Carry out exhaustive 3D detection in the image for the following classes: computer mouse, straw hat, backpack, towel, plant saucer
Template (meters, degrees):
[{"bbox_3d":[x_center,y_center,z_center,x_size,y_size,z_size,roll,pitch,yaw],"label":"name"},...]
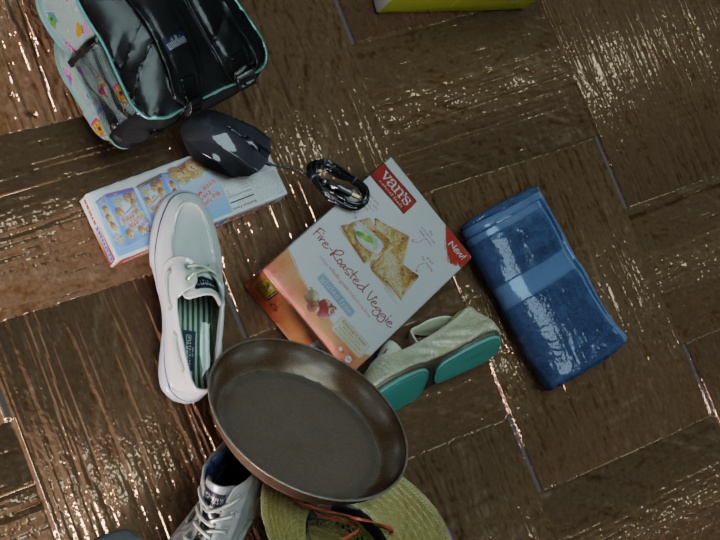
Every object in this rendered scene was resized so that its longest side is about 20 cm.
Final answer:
[{"bbox_3d":[-0.082,-0.109,1.621,0.198,0.034,0.059,19,51,-6],"label":"computer mouse"},{"bbox_3d":[-0.017,0.260,1.500,0.199,0.085,0.202,19,40,-16],"label":"straw hat"},{"bbox_3d":[-0.209,-0.234,1.572,0.175,0.153,0.202,-32,98,-33],"label":"backpack"},{"bbox_3d":[0.192,0.019,1.747,0.111,0.048,0.202,-26,86,-30],"label":"towel"},{"bbox_3d":[-0.051,0.142,1.505,0.198,0.032,0.201,21,33,-14],"label":"plant saucer"}]

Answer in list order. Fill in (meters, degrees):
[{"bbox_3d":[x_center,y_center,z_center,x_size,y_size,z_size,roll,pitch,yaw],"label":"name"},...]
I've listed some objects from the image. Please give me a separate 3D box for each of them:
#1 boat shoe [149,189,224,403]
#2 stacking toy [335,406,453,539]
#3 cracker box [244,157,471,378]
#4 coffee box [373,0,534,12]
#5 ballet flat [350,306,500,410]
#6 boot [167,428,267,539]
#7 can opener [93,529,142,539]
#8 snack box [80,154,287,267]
[{"bbox_3d":[-0.152,0.022,1.550,0.073,0.067,0.203,-1,83,-31],"label":"boat shoe"},{"bbox_3d":[0.014,0.216,1.581,0.085,0.085,0.201,-34,85,-31],"label":"stacking toy"},{"bbox_3d":[0.000,0.000,1.653,0.134,0.058,0.200,50,59,-4],"label":"cracker box"},{"bbox_3d":[0.124,-0.404,1.766,0.198,0.199,0.200,-5,76,-28],"label":"coffee box"},{"bbox_3d":[0.054,0.091,1.658,0.199,0.068,0.062,-22,56,-34],"label":"ballet flat"},{"bbox_3d":[-0.138,0.224,1.456,0.073,0.096,0.201,17,39,10],"label":"boot"},{"bbox_3d":[-0.260,0.302,1.439,0.067,0.054,0.199,37,56,27],"label":"can opener"},{"bbox_3d":[-0.169,-0.071,1.612,0.199,0.024,0.073,-23,85,-30],"label":"snack box"}]
